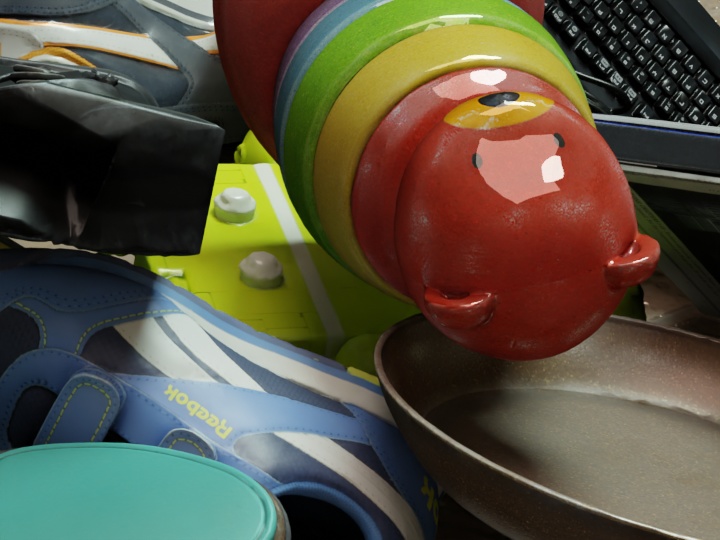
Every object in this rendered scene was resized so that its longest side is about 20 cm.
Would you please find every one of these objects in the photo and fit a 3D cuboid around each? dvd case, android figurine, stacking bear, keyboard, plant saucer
[{"bbox_3d":[0.188,-0.005,0.903,0.199,0.150,0.025,10,73,33],"label":"dvd case"},{"bbox_3d":[0.000,0.000,0.957,0.199,0.041,0.182,1,32,-16],"label":"android figurine"},{"bbox_3d":[0.031,-0.038,0.838,0.121,0.114,0.200,-8,25,-12],"label":"stacking bear"},{"bbox_3d":[0.092,-0.093,0.981,0.200,0.040,0.104,46,65,-10],"label":"keyboard"},{"bbox_3d":[0.099,0.060,0.805,0.199,0.032,0.200,11,17,-3],"label":"plant saucer"}]

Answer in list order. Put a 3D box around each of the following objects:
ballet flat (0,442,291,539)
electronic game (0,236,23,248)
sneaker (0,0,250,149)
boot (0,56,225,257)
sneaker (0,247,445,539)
[{"bbox_3d":[-0.119,0.090,0.763,0.199,0.073,0.073,0,31,1],"label":"ballet flat"},{"bbox_3d":[-0.189,0.028,0.876,0.199,0.042,0.200,7,32,-4],"label":"electronic game"},{"bbox_3d":[-0.075,-0.076,1.049,0.199,0.080,0.078,17,-11,-30],"label":"sneaker"},{"bbox_3d":[-0.136,-0.038,0.836,0.164,0.066,0.200,-5,11,-9],"label":"boot"},{"bbox_3d":[-0.063,0.056,0.805,0.199,0.074,0.082,19,41,-11],"label":"sneaker"}]
